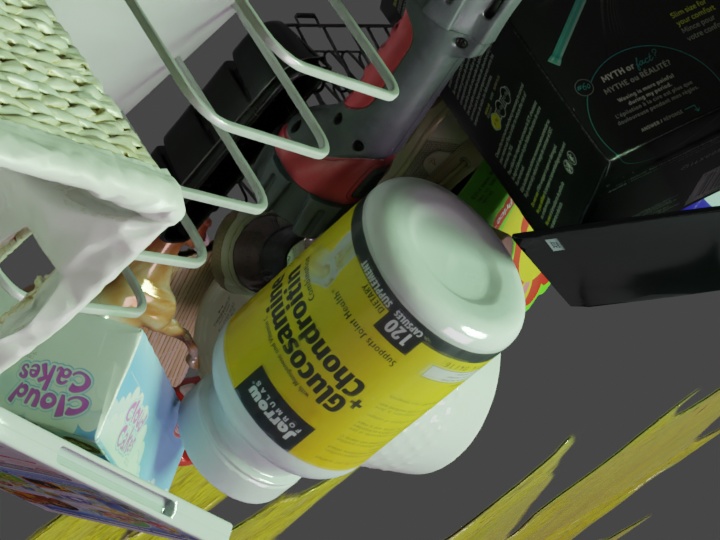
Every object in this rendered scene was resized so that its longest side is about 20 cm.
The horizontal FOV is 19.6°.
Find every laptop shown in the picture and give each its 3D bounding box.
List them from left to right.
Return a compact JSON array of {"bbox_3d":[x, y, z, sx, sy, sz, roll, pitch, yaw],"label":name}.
[{"bbox_3d":[0.192,-0.059,1.129,0.200,0.103,0.177,-59,160,-3],"label":"laptop"}]

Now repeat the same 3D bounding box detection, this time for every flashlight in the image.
[{"bbox_3d":[0.012,-0.104,1.115,0.068,0.068,0.200,20,129,-19],"label":"flashlight"}]

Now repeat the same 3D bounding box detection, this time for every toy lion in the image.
[{"bbox_3d":[0.097,-0.032,1.304,0.200,0.069,0.192,-56,159,-24],"label":"toy lion"}]

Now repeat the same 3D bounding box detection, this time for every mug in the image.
[{"bbox_3d":[-0.004,0.037,1.403,0.175,0.148,0.200,14,129,-36],"label":"mug"}]

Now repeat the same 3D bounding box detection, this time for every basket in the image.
[{"bbox_3d":[-0.226,-0.040,0.914,0.198,0.161,0.200,-40,160,17],"label":"basket"}]

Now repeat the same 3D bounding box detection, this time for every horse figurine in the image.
[{"bbox_3d":[-0.177,0.037,1.314,0.200,0.050,0.133,-19,144,-17],"label":"horse figurine"}]

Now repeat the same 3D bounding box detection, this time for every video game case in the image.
[{"bbox_3d":[-0.179,0.101,1.101,0.200,0.143,0.018,36,66,-49],"label":"video game case"}]

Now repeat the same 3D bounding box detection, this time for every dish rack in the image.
[{"bbox_3d":[-0.028,-0.089,1.250,0.200,0.055,0.153,-7,149,-50],"label":"dish rack"}]

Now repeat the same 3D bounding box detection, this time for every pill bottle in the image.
[{"bbox_3d":[-0.011,0.046,1.160,0.200,0.112,0.112,-42,158,32],"label":"pill bottle"}]

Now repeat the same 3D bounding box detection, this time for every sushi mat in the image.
[{"bbox_3d":[-0.140,0.041,1.440,0.096,0.012,0.200,-21,156,-32],"label":"sushi mat"}]

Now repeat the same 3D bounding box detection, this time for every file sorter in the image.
[{"bbox_3d":[-0.105,-0.081,1.053,0.200,0.125,0.139,-40,158,19],"label":"file sorter"}]

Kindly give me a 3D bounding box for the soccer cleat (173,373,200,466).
[{"bbox_3d":[-0.079,0.091,1.576,0.200,0.069,0.085,-28,179,-3],"label":"soccer cleat"}]

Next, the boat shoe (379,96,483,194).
[{"bbox_3d":[0.050,-0.055,1.402,0.072,0.065,0.200,-40,168,-29],"label":"boat shoe"}]

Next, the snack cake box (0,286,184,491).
[{"bbox_3d":[-0.169,0.074,1.167,0.200,0.115,0.067,79,31,-71],"label":"snack cake box"}]

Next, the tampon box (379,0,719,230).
[{"bbox_3d":[0.129,-0.134,1.166,0.150,0.200,0.126,-25,159,-19],"label":"tampon box"}]

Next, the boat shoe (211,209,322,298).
[{"bbox_3d":[0.000,0.000,1.266,0.200,0.065,0.072,9,97,-46],"label":"boat shoe"}]

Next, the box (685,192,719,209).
[{"bbox_3d":[0.246,-0.112,1.433,0.200,0.105,0.184,-28,-175,-13],"label":"box"}]
